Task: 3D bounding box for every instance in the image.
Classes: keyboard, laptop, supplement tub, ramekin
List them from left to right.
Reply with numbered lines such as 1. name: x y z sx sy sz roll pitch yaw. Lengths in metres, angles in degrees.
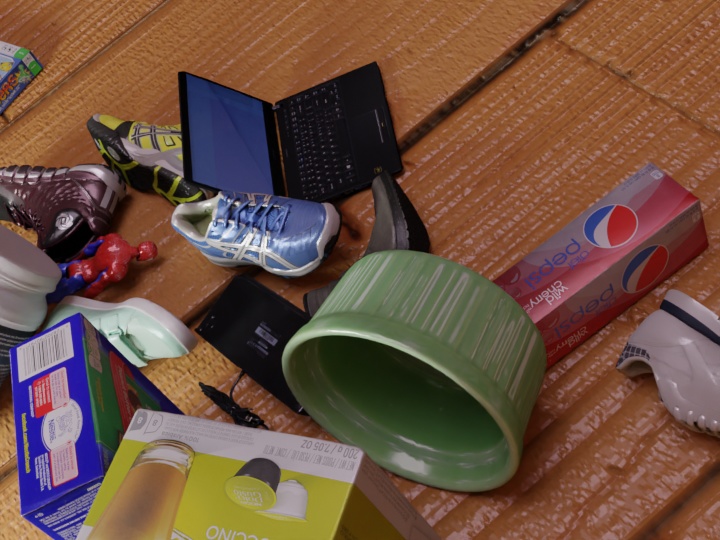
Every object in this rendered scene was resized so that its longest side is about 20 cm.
1. supplement tub: -0.404 0.056 1.134 0.140 0.140 0.200 38 96 41
2. keyboard: -0.097 0.085 1.053 0.127 0.021 0.200 -54 40 -5
3. laptop: -0.076 -0.158 1.190 0.200 0.103 0.177 -20 49 12
4. ramekin: 0.048 0.076 0.892 0.200 0.200 0.098 9 52 32

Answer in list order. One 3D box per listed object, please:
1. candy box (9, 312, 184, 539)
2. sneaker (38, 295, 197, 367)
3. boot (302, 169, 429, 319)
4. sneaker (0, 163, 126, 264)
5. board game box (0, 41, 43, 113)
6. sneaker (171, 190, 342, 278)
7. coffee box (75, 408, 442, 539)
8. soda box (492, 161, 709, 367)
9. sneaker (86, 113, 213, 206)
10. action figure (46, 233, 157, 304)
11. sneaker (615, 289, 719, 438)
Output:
1. candy box: -0.200 0.162 0.942 0.077 0.200 0.169 -25 48 5
2. sneaker: -0.251 0.090 1.106 0.200 0.074 0.118 2 49 39
3. boot: 0.000 0.000 1.061 0.131 0.068 0.200 -26 46 14
4. sneaker: -0.367 -0.056 1.280 0.200 0.076 0.116 -6 56 22
5. board game box: -0.540 -0.260 1.547 0.200 0.034 0.135 21 67 37
6. sneaker: -0.104 -0.038 1.105 0.200 0.077 0.076 -4 67 39
7. coffee box: -0.075 0.243 0.816 0.199 0.200 0.198 5 58 30
8. soda box: 0.193 0.001 0.955 0.200 0.070 0.063 -37 49 -4
9. sneaker: -0.226 -0.132 1.275 0.200 0.075 0.076 29 64 28
10. action figure: -0.308 0.008 1.217 0.200 0.052 0.065 -20 53 13
11. sneaker: 0.281 0.098 0.847 0.081 0.076 0.200 -48 44 2
